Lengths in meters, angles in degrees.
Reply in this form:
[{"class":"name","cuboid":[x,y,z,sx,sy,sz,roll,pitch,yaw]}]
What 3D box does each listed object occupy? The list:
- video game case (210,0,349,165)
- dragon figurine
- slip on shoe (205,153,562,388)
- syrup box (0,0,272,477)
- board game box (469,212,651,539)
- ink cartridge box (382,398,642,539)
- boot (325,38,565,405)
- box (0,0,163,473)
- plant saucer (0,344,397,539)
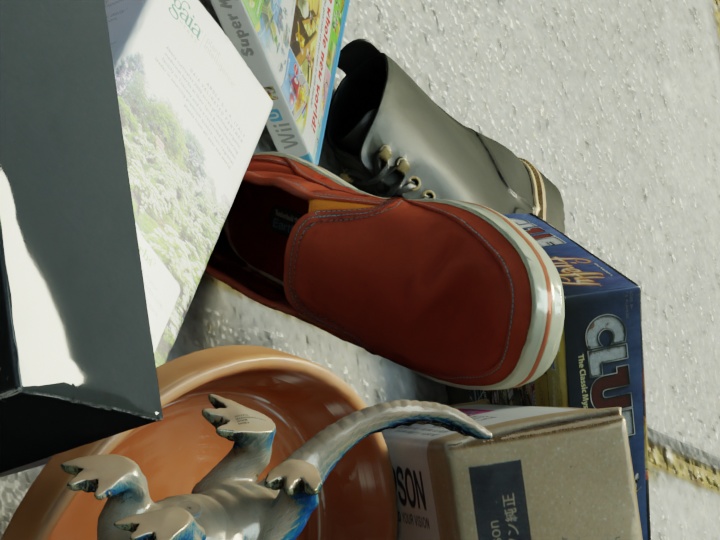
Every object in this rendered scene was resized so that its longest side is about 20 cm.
[{"class":"video game case","cuboid":[-0.046,-0.163,1.169,0.200,0.018,0.143,66,24,-44]},{"class":"dragon figurine","cuboid":[-0.050,0.101,0.862,0.200,0.059,0.099,-23,135,-39]},{"class":"slip on shoe","cuboid":[0.000,0.000,1.047,0.061,0.200,0.074,-7,113,-44]},{"class":"syrup box","cuboid":[-0.108,-0.023,0.984,0.079,0.081,0.200,54,33,-29]},{"class":"board game box","cuboid":[0.082,0.087,1.099,0.135,0.035,0.200,-137,-139,-68]},{"class":"ink cartridge box","cuboid":[0.052,0.138,1.021,0.200,0.075,0.165,169,-88,-78]},{"class":"boot","cuboid":[0.034,-0.003,1.221,0.138,0.077,0.200,40,28,-35]},{"class":"box","cuboid":[-0.153,-0.032,0.860,0.079,0.141,0.200,16,60,-54]},{"class":"plant saucer","cuboid":[-0.064,0.121,0.934,0.200,0.032,0.200,-24,125,-41]}]
